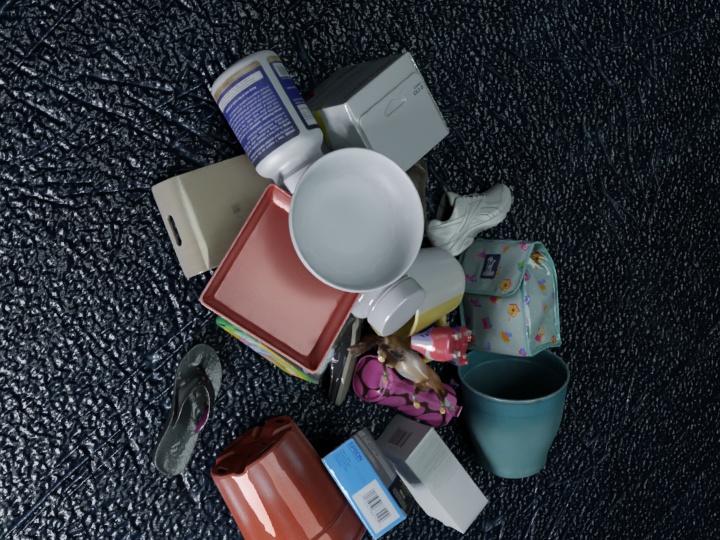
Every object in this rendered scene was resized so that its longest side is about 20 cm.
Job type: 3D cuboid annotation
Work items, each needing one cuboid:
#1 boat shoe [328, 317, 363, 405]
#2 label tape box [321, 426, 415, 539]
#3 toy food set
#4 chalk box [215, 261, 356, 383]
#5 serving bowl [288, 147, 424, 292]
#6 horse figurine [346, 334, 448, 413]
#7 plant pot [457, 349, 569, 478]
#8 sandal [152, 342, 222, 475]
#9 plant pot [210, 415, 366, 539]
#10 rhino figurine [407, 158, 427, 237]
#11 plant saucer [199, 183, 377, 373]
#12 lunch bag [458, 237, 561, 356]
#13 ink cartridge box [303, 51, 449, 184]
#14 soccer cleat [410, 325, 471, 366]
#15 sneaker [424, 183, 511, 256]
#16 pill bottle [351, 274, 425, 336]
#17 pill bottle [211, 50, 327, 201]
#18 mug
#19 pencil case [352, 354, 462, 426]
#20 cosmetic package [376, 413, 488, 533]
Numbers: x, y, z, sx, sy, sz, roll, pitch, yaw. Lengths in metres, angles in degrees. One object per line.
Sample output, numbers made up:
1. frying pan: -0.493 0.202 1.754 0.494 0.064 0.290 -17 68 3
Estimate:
1. boat shoe: -0.035 0.122 1.421 0.062 0.073 0.203 11 94 11
2. label tape box: 0.020 0.327 1.353 0.066 0.200 0.144 -37 82 8
3. toy food set: -0.200 -0.090 1.295 0.198 0.060 0.145 -23 94 -30
4. chalk box: -0.132 0.063 1.305 0.199 0.123 0.126 40 74 -27
5. serving bowl: -0.011 -0.067 1.208 0.197 0.066 0.204 2 83 -18
6. horse figurine: 0.072 0.157 1.358 0.199 0.133 0.050 38 109 -8
7. plant pot: 0.274 0.263 1.549 0.198 0.199 0.191 -17 118 -30
8. sandal: -0.253 0.211 1.282 0.075 0.048 0.204 19 84 -32
9. plant pot: -0.118 0.346 1.306 0.200 0.200 0.197 -36 103 -25
10. rhino figurine: 0.076 -0.117 1.426 0.087 0.060 0.203 21 56 -29
11. plant saucer: -0.101 0.012 1.224 0.198 0.037 0.202 33 76 -12
12. lunch bag: 0.260 0.042 1.524 0.121 0.169 0.203 -16 102 -38
13. ink cartridge box: 0.007 -0.229 1.324 0.145 0.199 0.146 -42 114 -22
14. soccer cleat: 0.137 0.121 1.397 0.200 0.075 0.068 22 74 -74
15. sneaker: 0.192 -0.110 1.527 0.199 0.078 0.100 -40 110 -24
16. pill bottle: 0.000 0.000 1.330 0.113 0.114 0.200 -35 68 -25
17. pill bottle: -0.125 -0.210 1.259 0.115 0.116 0.202 -30 89 -27
18. mug: 0.094 0.044 1.453 0.152 0.149 0.189 -17 133 -39
19. pencil case: 0.082 0.207 1.455 0.198 0.093 0.092 24 91 -38
20. cosmetic package: 0.123 0.358 1.498 0.081 0.112 0.201 -47 117 -20
